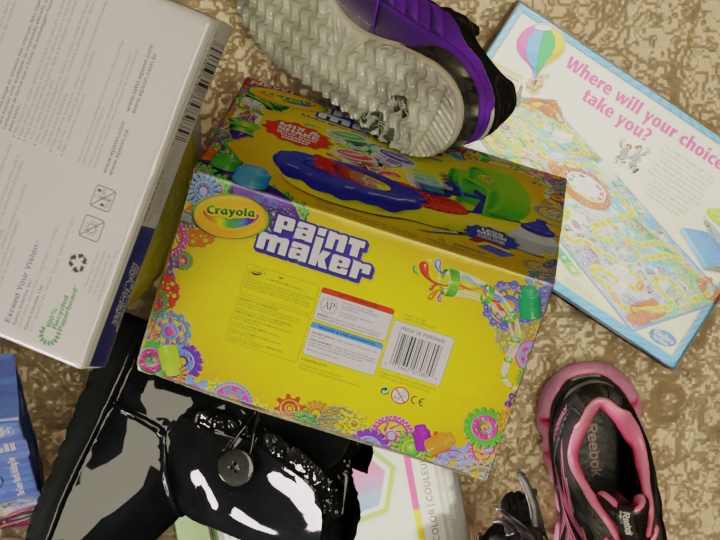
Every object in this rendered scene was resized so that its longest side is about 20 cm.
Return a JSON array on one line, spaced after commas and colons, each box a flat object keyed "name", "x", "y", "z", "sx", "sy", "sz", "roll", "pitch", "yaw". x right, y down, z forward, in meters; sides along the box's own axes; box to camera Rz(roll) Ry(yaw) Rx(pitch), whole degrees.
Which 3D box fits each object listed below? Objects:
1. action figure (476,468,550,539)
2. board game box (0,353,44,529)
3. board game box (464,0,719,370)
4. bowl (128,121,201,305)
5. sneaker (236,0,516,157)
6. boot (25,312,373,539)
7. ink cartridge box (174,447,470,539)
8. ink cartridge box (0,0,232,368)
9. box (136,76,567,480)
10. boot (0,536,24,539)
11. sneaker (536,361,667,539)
[{"name": "action figure", "x": 0.093, "y": 0.206, "z": 1.578, "sx": 0.102, "sy": 0.119, "sz": 0.200, "roll": 18, "pitch": 130, "yaw": 3}, {"name": "board game box", "x": -0.281, "y": 0.108, "z": 1.533, "sx": 0.199, "sy": 0.200, "sz": 0.043, "roll": -6, "pitch": 69, "yaw": -4}, {"name": "board game box", "x": 0.139, "y": -0.050, "z": 1.645, "sx": 0.200, "sy": 0.034, "sz": 0.135, "roll": 34, "pitch": 89, "yaw": -5}, {"name": "bowl", "x": -0.155, "y": -0.069, "z": 1.570, "sx": 0.108, "sy": 0.200, "sz": 0.200, "roll": -16, "pitch": 95, "yaw": -45}, {"name": "sneaker", "x": 0.013, "y": -0.137, "z": 1.605, "sx": 0.200, "sy": 0.099, "sz": 0.070, "roll": 45, "pitch": 127, "yaw": 27}, {"name": "boot", "x": -0.091, "y": 0.139, "z": 1.553, "sx": 0.168, "sy": 0.076, "sz": 0.200, "roll": 21, "pitch": 92, "yaw": 12}, {"name": "ink cartridge box", "x": -0.041, "y": 0.134, "z": 1.624, "sx": 0.200, "sy": 0.059, "sz": 0.104, "roll": -10, "pitch": 93, "yaw": -5}, {"name": "ink cartridge box", "x": -0.193, "y": -0.073, "z": 1.458, "sx": 0.200, "sy": 0.041, "sz": 0.200, "roll": 22, "pitch": 92, "yaw": 13}, {"name": "box", "x": 0.000, "y": 0.000, "z": 1.535, "sx": 0.200, "sy": 0.193, "sz": 0.122, "roll": 17, "pitch": 109, "yaw": 0}, {"name": "boot", "x": -0.182, "y": 0.255, "z": 1.601, "sx": 0.073, "sy": 0.090, "sz": 0.200, "roll": -18, "pitch": 94, "yaw": -4}, {"name": "sneaker", "x": 0.152, "y": 0.155, "z": 1.625, "sx": 0.079, "sy": 0.095, "sz": 0.200, "roll": -15, "pitch": 95, "yaw": -6}]
